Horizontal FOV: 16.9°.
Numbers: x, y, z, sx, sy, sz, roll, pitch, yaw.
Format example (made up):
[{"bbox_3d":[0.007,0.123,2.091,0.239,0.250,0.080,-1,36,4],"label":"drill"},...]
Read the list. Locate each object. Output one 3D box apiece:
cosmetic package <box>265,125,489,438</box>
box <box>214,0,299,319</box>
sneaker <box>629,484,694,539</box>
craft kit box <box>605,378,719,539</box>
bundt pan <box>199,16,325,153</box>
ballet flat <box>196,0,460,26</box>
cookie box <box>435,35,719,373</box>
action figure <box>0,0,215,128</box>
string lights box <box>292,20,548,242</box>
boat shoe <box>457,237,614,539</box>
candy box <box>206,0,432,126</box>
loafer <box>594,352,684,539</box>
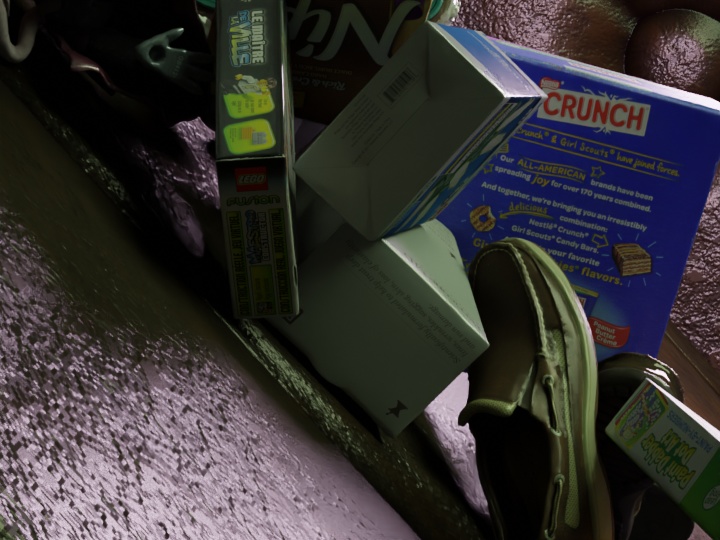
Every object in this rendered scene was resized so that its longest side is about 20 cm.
[{"bbox_3d":[0.000,0.000,1.370,0.113,0.081,0.200,43,9,-17],"label":"cosmetic package"},{"bbox_3d":[-0.054,-0.083,1.259,0.200,0.035,0.110,-93,180,-46],"label":"box"},{"bbox_3d":[0.156,0.102,1.669,0.200,0.084,0.121,51,10,-40],"label":"sneaker"},{"bbox_3d":[0.241,0.151,1.293,0.198,0.049,0.200,34,4,-16],"label":"craft kit box"},{"bbox_3d":[-0.061,-0.145,1.531,0.202,0.076,0.202,18,34,-12],"label":"bundt pan"},{"bbox_3d":[-0.039,-0.168,1.452,0.200,0.072,0.072,15,6,7],"label":"ballet flat"},{"bbox_3d":[0.121,-0.030,1.512,0.171,0.200,0.075,15,13,-5],"label":"cookie box"},{"bbox_3d":[-0.146,-0.136,1.315,0.200,0.149,0.134,-146,-128,-66],"label":"action figure"},{"bbox_3d":[0.036,-0.076,1.295,0.059,0.103,0.200,44,11,5],"label":"string lights box"},{"bbox_3d":[0.091,0.074,1.361,0.075,0.075,0.202,8,62,-48],"label":"boat shoe"},{"bbox_3d":[-0.015,-0.170,1.349,0.117,0.200,0.056,15,49,-4],"label":"candy box"},{"bbox_3d":[0.152,0.097,1.459,0.073,0.071,0.200,24,-29,6],"label":"loafer"}]
